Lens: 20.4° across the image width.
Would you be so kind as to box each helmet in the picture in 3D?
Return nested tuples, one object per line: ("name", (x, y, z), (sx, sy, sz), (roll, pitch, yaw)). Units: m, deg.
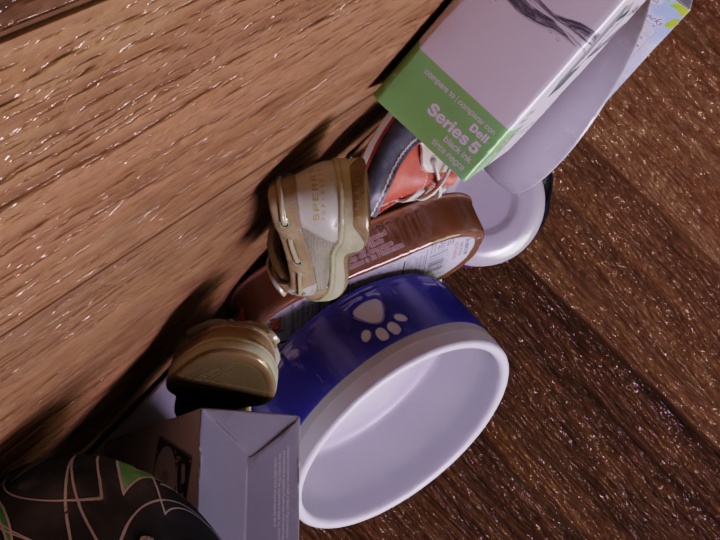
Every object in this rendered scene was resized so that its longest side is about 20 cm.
("helmet", (-0.164, 0.202, 1.174), (0.199, 0.191, 0.201), (-26, -141, 24))

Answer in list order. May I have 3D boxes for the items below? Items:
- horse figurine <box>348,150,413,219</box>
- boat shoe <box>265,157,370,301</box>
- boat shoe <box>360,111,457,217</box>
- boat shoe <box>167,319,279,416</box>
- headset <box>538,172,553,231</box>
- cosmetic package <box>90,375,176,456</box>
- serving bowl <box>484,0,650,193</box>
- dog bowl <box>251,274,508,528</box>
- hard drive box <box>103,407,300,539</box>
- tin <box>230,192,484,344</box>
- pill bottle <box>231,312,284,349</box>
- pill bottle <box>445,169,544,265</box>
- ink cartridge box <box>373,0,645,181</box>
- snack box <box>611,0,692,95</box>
("horse figurine", (0.013, -0.053, 1.521), (0.132, 0.050, 0.200), (-30, 174, -32))
("boat shoe", (-0.038, -0.024, 1.261), (0.063, 0.074, 0.201), (-3, 171, -10))
("boat shoe", (0.042, -0.081, 1.376), (0.071, 0.062, 0.200), (-58, 175, 31))
("boat shoe", (-0.093, 0.061, 1.380), (0.201, 0.073, 0.064), (107, -9, -74))
("headset", (0.140, -0.111, 1.966), (0.094, 0.123, 0.201), (-45, 156, -41))
("cosmetic package", (-0.187, 0.174, 1.543), (0.200, 0.071, 0.101), (-46, 177, -14))
("serving bowl", (0.140, -0.162, 1.538), (0.201, 0.066, 0.200), (-55, -167, 20))
("dog bowl", (0.011, 0.100, 1.520), (0.199, 0.079, 0.201), (-30, 150, -19))
("hard drive box", (-0.115, 0.187, 1.389), (0.200, 0.076, 0.157), (155, -61, -62))
("tin", (0.000, 0.000, 1.500), (0.199, 0.042, 0.112), (-22, 159, -9))
("pill bottle", (-0.010, 0.022, 1.638), (0.200, 0.112, 0.113), (-45, 176, -33))
("pill bottle", (0.097, -0.059, 1.799), (0.112, 0.112, 0.200), (-46, -178, -4))
("ink cartridge box", (0.115, -0.164, 1.268), (0.200, 0.084, 0.145), (-48, 176, 18))
("snack box", (0.208, -0.213, 1.700), (0.200, 0.067, 0.169), (-51, -170, 40))
